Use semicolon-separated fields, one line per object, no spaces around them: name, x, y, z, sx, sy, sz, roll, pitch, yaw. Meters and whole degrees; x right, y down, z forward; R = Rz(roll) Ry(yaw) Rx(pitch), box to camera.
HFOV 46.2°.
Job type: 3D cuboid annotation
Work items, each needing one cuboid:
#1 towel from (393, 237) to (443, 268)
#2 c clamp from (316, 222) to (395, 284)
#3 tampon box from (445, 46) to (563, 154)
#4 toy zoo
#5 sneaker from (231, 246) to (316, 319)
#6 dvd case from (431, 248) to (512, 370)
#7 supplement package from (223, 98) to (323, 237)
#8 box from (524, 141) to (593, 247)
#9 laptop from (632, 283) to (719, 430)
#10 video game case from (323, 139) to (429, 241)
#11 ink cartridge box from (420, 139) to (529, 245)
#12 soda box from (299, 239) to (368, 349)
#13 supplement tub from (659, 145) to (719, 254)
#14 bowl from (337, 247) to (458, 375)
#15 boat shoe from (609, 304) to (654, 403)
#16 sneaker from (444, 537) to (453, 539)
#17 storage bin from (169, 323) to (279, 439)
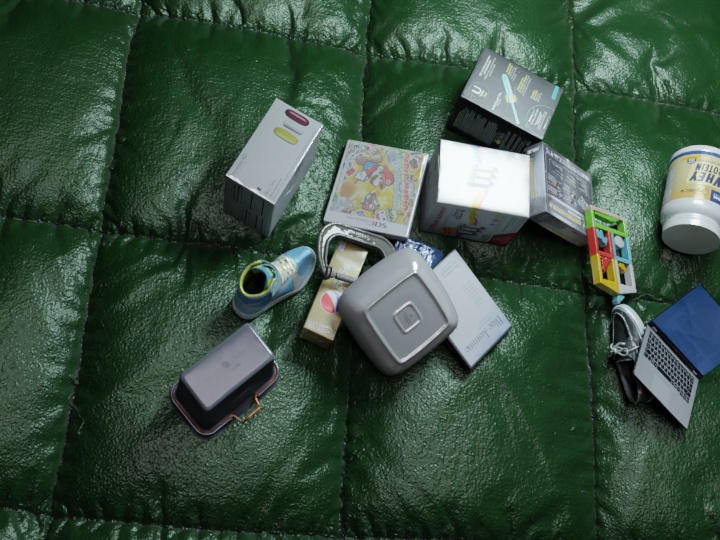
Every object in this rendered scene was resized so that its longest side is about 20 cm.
towel;0.098;0.034;1.689;0.110;0.049;0.204;19;66;-5
c clamp;0.000;0.000;1.619;0.197;0.027;0.174;22;67;-18
tampon box;0.312;-0.354;1.840;0.197;0.127;0.152;28;66;1
toy zoo;0.530;-0.028;1.786;0.129;0.020;0.205;13;66;-38
sneaker;-0.155;0.006;1.601;0.080;0.131;0.199;45;67;9
dvd case;0.201;0.077;1.683;0.142;0.018;0.201;-39;93;-29
supplement package;-0.174;-0.201;1.663;0.109;0.156;0.202;28;67;1
box;0.422;-0.157;1.778;0.198;0.048;0.162;21;62;-41
laptop;0.661;0.174;1.681;0.187;0.115;0.202;42;55;-19
video game case;0.034;-0.168;1.739;0.178;0.023;0.204;11;66;11
ink cartridge box;0.233;-0.158;1.738;0.195;0.146;0.148;9;67;-7
soda box;-0.052;0.046;1.642;0.063;0.068;0.203;24;66;-3
supplement tub;0.735;-0.153;1.844;0.142;0.145;0.203;20;66;-3
bowl;0.078;0.081;1.582;0.198;0.075;0.202;-36;103;-7
boat shoe;0.542;0.170;1.718;0.067;0.073;0.204;-5;79;-29
sneaker;0.180;0.538;1.501;0.195;0.075;0.118;10;65;-7
storage bin;-0.235;0.196;1.510;0.199;0.135;0.146;-38;80;-21
